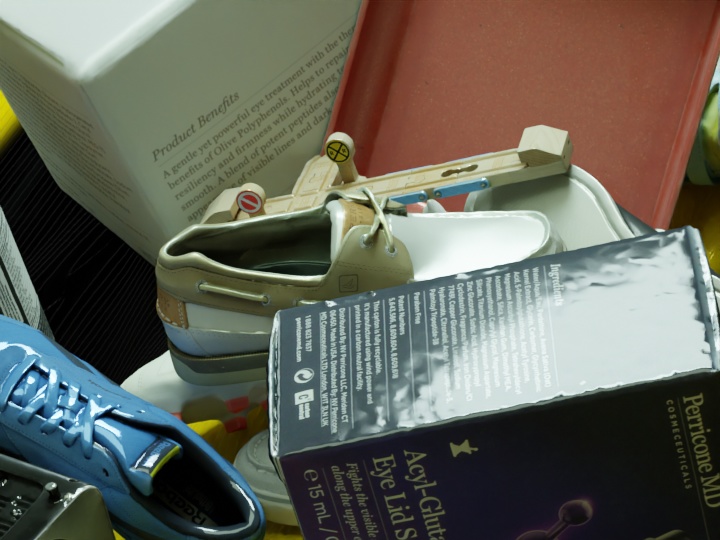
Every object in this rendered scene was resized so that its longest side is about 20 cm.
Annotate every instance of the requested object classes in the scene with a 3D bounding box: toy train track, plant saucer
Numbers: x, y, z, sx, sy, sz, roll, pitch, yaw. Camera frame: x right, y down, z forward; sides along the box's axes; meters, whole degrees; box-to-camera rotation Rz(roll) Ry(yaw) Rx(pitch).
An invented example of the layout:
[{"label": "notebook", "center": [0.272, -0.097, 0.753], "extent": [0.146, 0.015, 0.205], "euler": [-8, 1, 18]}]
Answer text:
[{"label": "toy train track", "center": [0.008, -0.049, 1.434], "extent": [0.199, 0.033, 0.115], "euler": [-10, 30, 21]}, {"label": "plant saucer", "center": [0.089, -0.098, 1.469], "extent": [0.199, 0.201, 0.037], "euler": [21, 12, 24]}]

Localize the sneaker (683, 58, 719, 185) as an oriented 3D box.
[{"label": "sneaker", "center": [0.200, -0.059, 1.461], "extent": [0.130, 0.080, 0.200], "euler": [-12, 27, 4]}]

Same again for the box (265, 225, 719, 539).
[{"label": "box", "center": [0.072, 0.083, 1.270], "extent": [0.199, 0.149, 0.105], "euler": [-12, 37, 9]}]

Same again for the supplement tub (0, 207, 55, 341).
[{"label": "supplement tub", "center": [-0.222, 0.024, 1.427], "extent": [0.122, 0.201, 0.123], "euler": [-12, 36, 9]}]

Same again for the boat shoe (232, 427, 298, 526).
[{"label": "boat shoe", "center": [0.030, 0.072, 1.369], "extent": [0.199, 0.069, 0.072], "euler": [-7, 38, 15]}]

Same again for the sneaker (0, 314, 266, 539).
[{"label": "sneaker", "center": [-0.128, 0.072, 1.335], "extent": [0.066, 0.200, 0.078], "euler": [-58, 7, -22]}]

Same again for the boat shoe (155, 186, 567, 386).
[{"label": "boat shoe", "center": [0.000, 0.000, 1.361], "extent": [0.199, 0.069, 0.075], "euler": [-14, 33, 0]}]

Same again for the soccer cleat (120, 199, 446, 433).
[{"label": "soccer cleat", "center": [-0.035, 0.026, 1.441], "extent": [0.199, 0.069, 0.078], "euler": [-19, 77, -10]}]

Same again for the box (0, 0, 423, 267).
[{"label": "box", "center": [-0.087, -0.130, 1.567], "extent": [0.199, 0.172, 0.200], "euler": [-39, 38, -13]}]

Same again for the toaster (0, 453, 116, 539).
[{"label": "toaster", "center": [-0.228, 0.167, 1.313], "extent": [0.199, 0.119, 0.181], "euler": [14, 46, 36]}]

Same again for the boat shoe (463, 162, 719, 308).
[{"label": "boat shoe", "center": [0.132, 0.007, 1.396], "extent": [0.200, 0.060, 0.074], "euler": [31, 89, 40]}]
